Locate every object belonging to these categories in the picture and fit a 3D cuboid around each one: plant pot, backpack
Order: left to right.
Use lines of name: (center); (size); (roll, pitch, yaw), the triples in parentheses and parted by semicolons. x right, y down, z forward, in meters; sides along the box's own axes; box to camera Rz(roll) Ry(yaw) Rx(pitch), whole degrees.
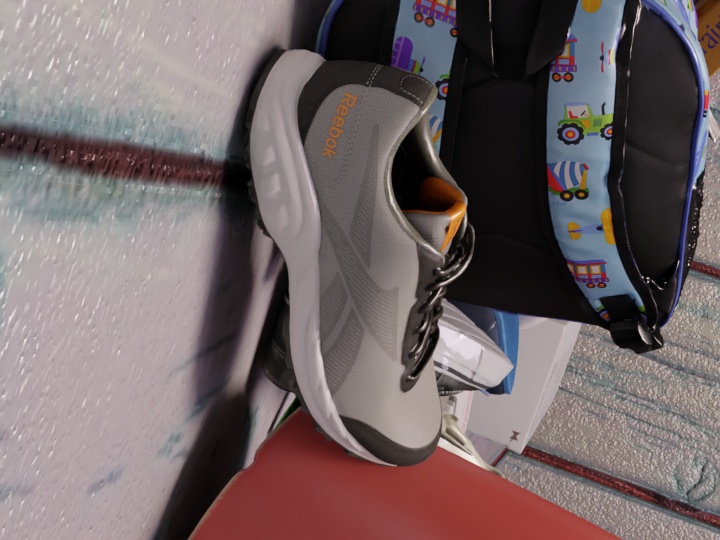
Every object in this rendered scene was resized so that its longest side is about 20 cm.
plant pot: (0.013, 0.165, 0.794); (0.201, 0.177, 0.201); (-51, 167, -16)
backpack: (0.069, -0.080, 0.751); (0.201, 0.181, 0.135); (87, 16, -48)

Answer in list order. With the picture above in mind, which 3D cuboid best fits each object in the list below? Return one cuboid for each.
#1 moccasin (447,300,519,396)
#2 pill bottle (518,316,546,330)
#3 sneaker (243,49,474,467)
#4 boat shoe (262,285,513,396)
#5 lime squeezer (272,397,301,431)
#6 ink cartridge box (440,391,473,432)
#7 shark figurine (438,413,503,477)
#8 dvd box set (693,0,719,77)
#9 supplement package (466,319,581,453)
moccasin: (0.061, 0.011, 1.100); (0.201, 0.068, 0.081); (70, 22, -49)
pill bottle: (0.120, -0.049, 1.235); (0.200, 0.116, 0.117); (-55, 162, -58)
sneaker: (0.011, 0.004, 0.705); (0.074, 0.079, 0.201); (-60, 145, -46)
boat shoe: (0.010, 0.042, 0.899); (0.071, 0.072, 0.200); (-54, 147, 10)
lime squeezer: (0.000, 0.000, 0.950); (0.070, 0.038, 0.201); (23, 85, -48)
ink cartridge box: (0.032, 0.113, 1.196); (0.116, 0.066, 0.201); (96, 17, -49)
shark figurine: (0.031, 0.125, 1.071); (0.089, 0.214, 0.128); (-44, -157, 6)
dvd box set: (0.170, -0.126, 0.918); (0.200, 0.029, 0.147); (-43, -170, 42)
supplement package: (0.114, 0.062, 1.409); (0.200, 0.113, 0.110); (-29, 138, -76)
